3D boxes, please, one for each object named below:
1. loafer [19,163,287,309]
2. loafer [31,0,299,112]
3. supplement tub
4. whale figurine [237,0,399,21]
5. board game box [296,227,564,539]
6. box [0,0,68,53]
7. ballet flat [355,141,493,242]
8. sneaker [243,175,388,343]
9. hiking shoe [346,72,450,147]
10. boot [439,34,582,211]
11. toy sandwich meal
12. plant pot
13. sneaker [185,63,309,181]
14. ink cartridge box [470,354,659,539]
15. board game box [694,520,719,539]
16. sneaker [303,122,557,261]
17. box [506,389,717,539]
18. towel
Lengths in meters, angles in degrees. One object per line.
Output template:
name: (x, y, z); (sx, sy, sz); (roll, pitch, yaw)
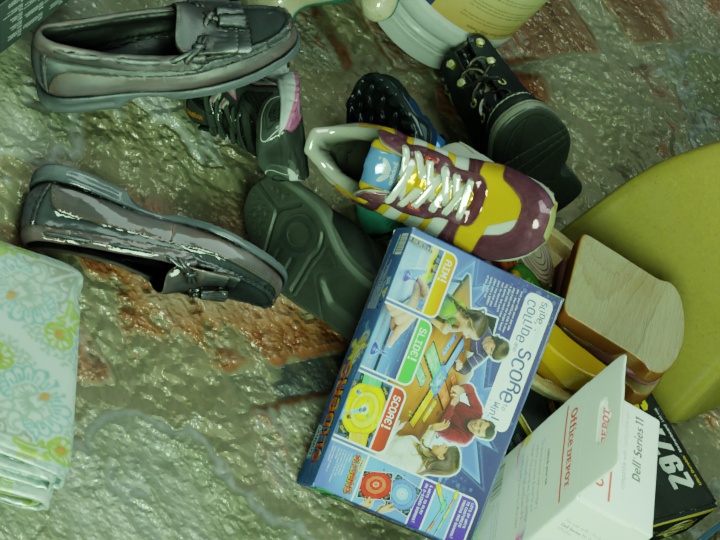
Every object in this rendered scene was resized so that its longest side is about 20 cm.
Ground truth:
loafer: (-0.152, -0.009, 1.590); (0.200, 0.072, 0.063); (24, 62, -13)
loafer: (-0.145, -0.167, 1.639); (0.200, 0.063, 0.072); (-12, 45, -4)
supplement tub: (0.109, -0.282, 1.931); (0.144, 0.200, 0.144); (28, 39, -25)
whale figurine: (-0.014, -0.268, 1.854); (0.159, 0.200, 0.104); (56, 12, 17)
board game box: (0.052, 0.086, 1.599); (0.135, 0.034, 0.200); (26, 80, -21)
box: (-0.286, -0.241, 1.641); (0.160, 0.044, 0.200); (21, 37, 14)
ballet flat: (0.061, -0.063, 1.705); (0.067, 0.200, 0.070); (-33, 108, -36)
sneaker: (0.000, 0.000, 1.697); (0.199, 0.076, 0.114); (40, 21, 14)
hiking shoe: (0.058, -0.075, 1.822); (0.087, 0.074, 0.200); (-20, 78, -57)
boot: (0.114, -0.136, 1.859); (0.154, 0.073, 0.204); (59, 3, 23)
toy sandwich meal: (0.163, 0.022, 1.725); (0.205, 0.070, 0.205); (28, 41, -27)
plant pot: (0.322, -0.021, 1.882); (0.194, 0.200, 0.196); (-16, 65, -46)
sneaker: (-0.090, -0.120, 1.703); (0.086, 0.080, 0.200); (-9, 24, -5)
ink cartridge box: (0.150, 0.163, 1.571); (0.067, 0.200, 0.117); (30, 41, -16)
board game box: (0.275, 0.308, 1.627); (0.159, 0.097, 0.200); (41, 39, -3)
sneaker: (0.047, -0.059, 1.616); (0.200, 0.075, 0.090); (17, 0, 37)
box: (0.173, 0.126, 1.745); (0.160, 0.049, 0.200); (-6, 59, -45)
towel: (-0.268, 0.051, 1.445); (0.171, 0.048, 0.200); (24, 43, -27)
